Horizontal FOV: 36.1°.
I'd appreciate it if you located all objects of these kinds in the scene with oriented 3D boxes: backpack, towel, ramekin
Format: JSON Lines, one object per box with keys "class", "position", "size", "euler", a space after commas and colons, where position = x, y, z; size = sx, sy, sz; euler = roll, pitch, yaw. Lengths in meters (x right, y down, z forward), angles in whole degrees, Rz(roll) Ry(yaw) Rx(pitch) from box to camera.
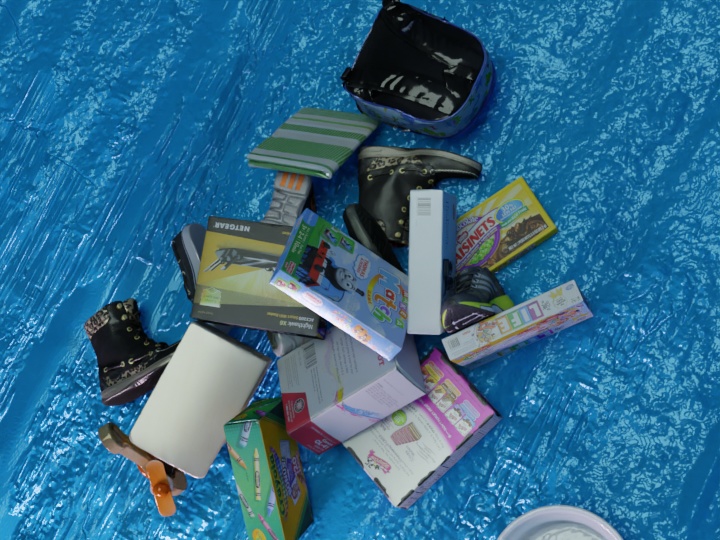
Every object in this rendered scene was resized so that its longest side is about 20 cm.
{"class": "backpack", "position": [0.103, -0.296, 1.700], "size": [0.200, 0.147, 0.183], "euler": [25, 84, 24]}
{"class": "towel", "position": [-0.070, -0.203, 1.736], "size": [0.152, 0.200, 0.023], "euler": [10, 124, 21]}
{"class": "ramekin", "position": [0.275, 0.419, 1.479], "size": [0.200, 0.098, 0.201], "euler": [-5, 74, 18]}

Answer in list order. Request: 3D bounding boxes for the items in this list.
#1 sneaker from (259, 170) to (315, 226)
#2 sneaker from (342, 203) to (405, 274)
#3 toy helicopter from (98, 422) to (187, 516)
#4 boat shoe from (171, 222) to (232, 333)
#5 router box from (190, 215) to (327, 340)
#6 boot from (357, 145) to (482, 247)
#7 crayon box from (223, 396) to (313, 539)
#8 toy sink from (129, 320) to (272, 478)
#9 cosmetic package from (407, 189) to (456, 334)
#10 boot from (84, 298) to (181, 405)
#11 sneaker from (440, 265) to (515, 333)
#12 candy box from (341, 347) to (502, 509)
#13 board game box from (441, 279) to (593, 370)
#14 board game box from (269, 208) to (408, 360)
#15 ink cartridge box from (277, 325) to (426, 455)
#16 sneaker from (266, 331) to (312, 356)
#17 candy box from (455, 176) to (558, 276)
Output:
{"class": "sneaker", "position": [-0.113, -0.064, 1.735], "size": [0.077, 0.112, 0.200], "euler": [21, 80, 14]}
{"class": "sneaker", "position": [0.000, 0.000, 1.662], "size": [0.114, 0.076, 0.200], "euler": [-20, 112, 19]}
{"class": "toy helicopter", "position": [-0.327, 0.289, 1.671], "size": [0.079, 0.200, 0.132], "euler": [-33, 51, 8]}
{"class": "boat shoe", "position": [-0.258, 0.020, 1.797], "size": [0.057, 0.069, 0.200], "euler": [-31, 65, 30]}
{"class": "router box", "position": [-0.140, 0.011, 1.640], "size": [0.200, 0.052, 0.157], "euler": [7, 82, 13]}
{"class": "boot", "position": [0.081, -0.111, 1.701], "size": [0.200, 0.073, 0.151], "euler": [7, 82, 15]}
{"class": "crayon box", "position": [-0.132, 0.297, 1.607], "size": [0.058, 0.119, 0.200], "euler": [-9, 97, 18]}
{"class": "toy sink", "position": [-0.239, 0.193, 1.668], "size": [0.130, 0.112, 0.200], "euler": [28, 88, 1]}
{"class": "cosmetic package", "position": [0.105, -0.012, 1.586], "size": [0.052, 0.151, 0.200], "euler": [1, 91, 10]}
{"class": "boot", "position": [-0.352, 0.113, 1.791], "size": [0.200, 0.073, 0.151], "euler": [-31, 67, 13]}
{"class": "sneaker", "position": [0.154, 0.038, 1.562], "size": [0.074, 0.200, 0.081], "euler": [-28, 80, 20]}
{"class": "candy box", "position": [0.088, 0.231, 1.614], "size": [0.200, 0.061, 0.136], "euler": [-43, 66, 4]}
{"class": "board game box", "position": [0.225, 0.080, 1.565], "size": [0.200, 0.134, 0.034], "euler": [-26, 73, 12]}
{"class": "board game box", "position": [-0.018, 0.018, 1.542], "size": [0.200, 0.151, 0.037], "euler": [34, 126, -13]}
{"class": "ink cartridge box", "position": [-0.016, 0.155, 1.618], "size": [0.200, 0.086, 0.148], "euler": [-30, 41, 18]}
{"class": "sneaker", "position": [-0.112, 0.046, 1.737], "size": [0.099, 0.078, 0.200], "euler": [-9, 55, -18]}
{"class": "candy box", "position": [0.188, -0.046, 1.671], "size": [0.200, 0.026, 0.102], "euler": [-34, 66, 9]}
